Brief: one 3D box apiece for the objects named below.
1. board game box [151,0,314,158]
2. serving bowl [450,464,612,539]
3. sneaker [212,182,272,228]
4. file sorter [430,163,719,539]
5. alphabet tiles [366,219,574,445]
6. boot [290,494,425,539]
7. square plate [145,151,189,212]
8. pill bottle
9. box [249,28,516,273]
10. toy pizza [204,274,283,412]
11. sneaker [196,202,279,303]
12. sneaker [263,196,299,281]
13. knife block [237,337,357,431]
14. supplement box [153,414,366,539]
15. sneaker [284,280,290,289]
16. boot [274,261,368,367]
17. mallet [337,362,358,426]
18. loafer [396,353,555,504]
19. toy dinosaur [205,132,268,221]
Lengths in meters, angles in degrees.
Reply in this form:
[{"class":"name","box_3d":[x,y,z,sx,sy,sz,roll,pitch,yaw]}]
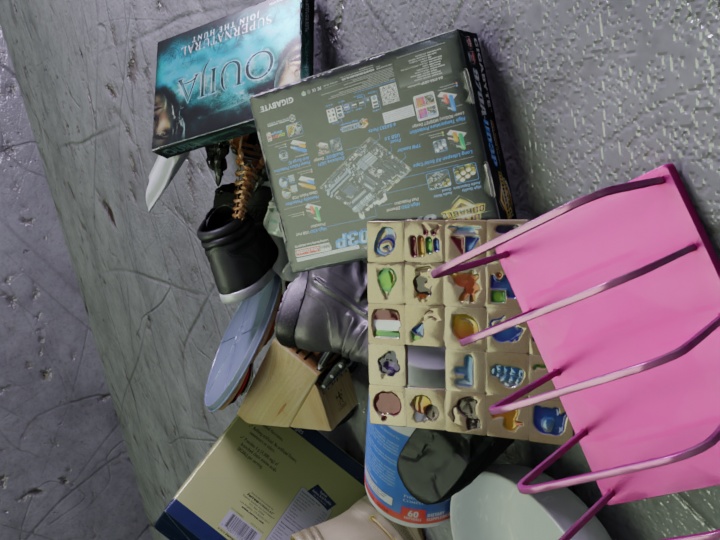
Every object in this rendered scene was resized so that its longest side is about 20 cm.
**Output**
[{"class":"board game box","box_3d":[-0.137,-0.205,0.823,0.199,0.028,0.136,-10,72,29]},{"class":"serving bowl","box_3d":[0.166,0.258,0.683,0.200,0.066,0.201,40,139,46]},{"class":"sneaker","box_3d":[-0.170,-0.085,1.076,0.200,0.076,0.091,-28,72,58]},{"class":"file sorter","box_3d":[0.151,0.058,0.480,0.139,0.125,0.201,-28,81,41]},{"class":"alphabet tiles","box_3d":[0.097,0.045,0.597,0.199,0.008,0.168,1,94,25]},{"class":"boot","box_3d":[0.019,0.373,0.922,0.200,0.155,0.073,61,151,18]},{"class":"square plate","box_3d":[-0.211,-0.185,0.982,0.028,0.200,0.198,32,155,-14]},{"class":"pill bottle","box_3d":[0.061,0.143,0.749,0.112,0.112,0.201,42,142,43]},{"class":"box","box_3d":[0.015,-0.092,0.646,0.199,0.046,0.160,-11,96,28]},{"class":"toy pizza","box_3d":[-0.140,0.087,0.977,0.200,0.032,0.200,-54,19,28]},{"class":"sneaker","box_3d":[-0.135,-0.045,0.946,0.200,0.070,0.099,-66,-39,-66]},{"class":"sneaker","box_3d":[-0.069,-0.077,0.886,0.070,0.080,0.201,29,130,54]},{"class":"knife block","box_3d":[-0.078,0.098,0.924,0.199,0.064,0.176,-3,112,36]},{"class":"supplement box","box_3d":[-0.126,0.305,1.028,0.200,0.200,0.134,38,148,0]},{"class":"sneaker","box_3d":[-0.084,0.091,1.027,0.085,0.075,0.200,48,135,34]},{"class":"boot","box_3d":[0.000,0.000,0.812,0.131,0.070,0.201,9,80,21]},{"class":"mallet","box_3d":[-0.012,0.133,0.962,0.066,0.041,0.200,60,147,18]},{"class":"loafer","box_3d":[0.111,0.108,0.644,0.200,0.072,0.073,-50,62,20]},{"class":"toy dinosaur","box_3d":[-0.129,-0.157,0.884,0.102,0.200,0.136,31,154,-8]}]
